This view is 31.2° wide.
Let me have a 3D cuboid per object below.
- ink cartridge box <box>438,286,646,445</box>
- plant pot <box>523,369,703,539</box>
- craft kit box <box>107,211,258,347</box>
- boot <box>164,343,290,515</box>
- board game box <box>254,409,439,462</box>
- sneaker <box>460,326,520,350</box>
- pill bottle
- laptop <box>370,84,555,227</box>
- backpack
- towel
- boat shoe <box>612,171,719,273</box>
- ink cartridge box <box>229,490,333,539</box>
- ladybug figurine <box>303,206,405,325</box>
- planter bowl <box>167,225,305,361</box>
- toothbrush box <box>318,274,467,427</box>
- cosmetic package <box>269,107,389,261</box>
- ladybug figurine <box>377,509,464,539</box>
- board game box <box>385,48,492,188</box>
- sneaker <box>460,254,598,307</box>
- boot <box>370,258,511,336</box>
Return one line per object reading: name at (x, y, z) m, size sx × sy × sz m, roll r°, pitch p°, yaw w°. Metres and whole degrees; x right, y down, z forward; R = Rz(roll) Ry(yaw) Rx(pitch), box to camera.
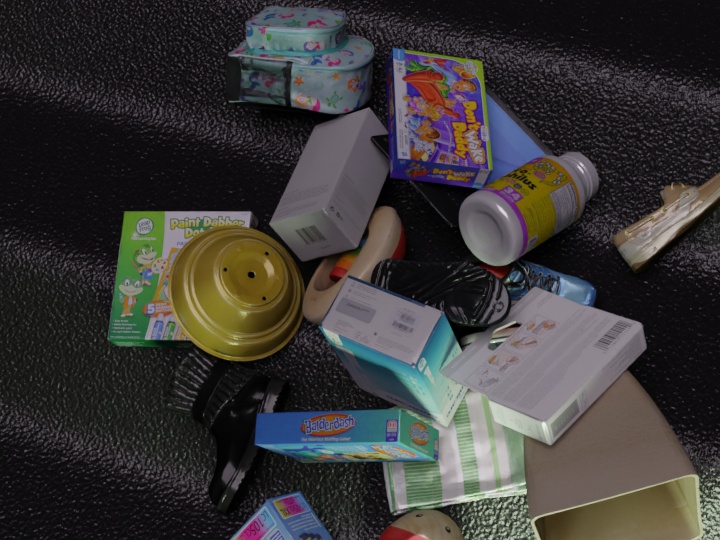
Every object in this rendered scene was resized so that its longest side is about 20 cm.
ink cartridge box at (0.228, 0.114, 1.615) m, size 0.200 × 0.045 × 0.176 m, roll -39°, pitch 38°, yaw -27°
plant pot at (0.298, 0.242, 1.605) m, size 0.199 × 0.200 × 0.178 m, roll -17°, pitch 55°, yaw 6°
craft kit box at (-0.256, 0.012, 1.870) m, size 0.199 × 0.049 × 0.198 m, roll 0°, pitch 69°, yaw 12°
boot at (-0.203, 0.216, 1.769) m, size 0.157 × 0.080 × 0.212 m, roll 18°, pitch 66°, yaw 10°
board game box at (-0.015, 0.216, 1.675) m, size 0.199 × 0.152 × 0.045 m, roll -4°, pitch 72°, yaw 21°
sneaker at (0.232, 0.111, 1.716) m, size 0.199 × 0.078 × 0.080 m, roll -7°, pitch 83°, yaw 17°
pill bottle at (0.232, -0.090, 1.734) m, size 0.200 × 0.104 × 0.104 m, roll -30°, pitch 64°, yaw -35°
laptop at (0.148, -0.167, 1.807) m, size 0.177 × 0.200 × 0.103 m, roll 49°, pitch 122°, yaw 19°
backpack at (-0.078, -0.299, 1.863) m, size 0.199 × 0.178 × 0.151 m, roll 14°, pitch 116°, yaw 10°
towel at (0.126, 0.238, 1.726) m, size 0.199 × 0.023 × 0.153 m, roll -12°, pitch 69°, yaw 8°
boat shoe at (0.428, -0.084, 1.742) m, size 0.200 × 0.074 × 0.066 m, roll -40°, pitch 74°, yaw -3°
ink cartridge box at (-0.081, 0.405, 1.657) m, size 0.137 × 0.076 × 0.200 m, roll -49°, pitch 67°, yaw 28°
ladybug figurine at (0.000, 0.000, 1.779) m, size 0.072 × 0.136 × 0.200 m, roll 42°, pitch 73°, yaw -24°
planter bowl at (-0.160, 0.017, 1.778) m, size 0.199 × 0.083 × 0.201 m, roll 7°, pitch 68°, yaw -18°
toothbrush box at (0.050, 0.107, 1.678) m, size 0.146 × 0.200 × 0.085 m, roll 21°, pitch 69°, yaw 27°
cosmetic package at (-0.034, -0.121, 1.791) m, size 0.107 × 0.085 × 0.200 m, roll -12°, pitch 41°, yaw 39°
ladybug figurine at (0.063, 0.402, 1.658) m, size 0.135 × 0.072 × 0.201 m, roll 19°, pitch 77°, yaw 17°
board game box at (0.107, -0.212, 1.792) m, size 0.134 × 0.045 × 0.201 m, roll 6°, pitch 55°, yaw -11°
sneaker at (0.220, 0.023, 1.741) m, size 0.199 × 0.090 × 0.079 m, roll 11°, pitch 74°, yaw 14°
boot at (0.128, 0.043, 1.700) m, size 0.199 × 0.168 × 0.077 m, roll 11°, pitch 79°, yaw 29°
